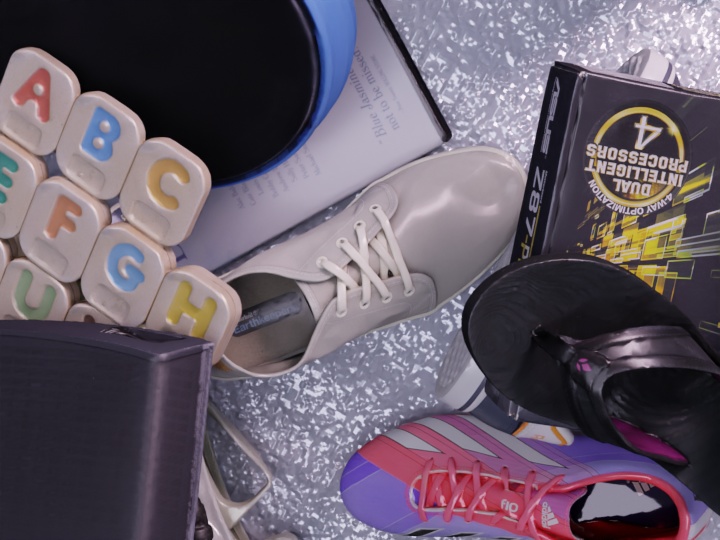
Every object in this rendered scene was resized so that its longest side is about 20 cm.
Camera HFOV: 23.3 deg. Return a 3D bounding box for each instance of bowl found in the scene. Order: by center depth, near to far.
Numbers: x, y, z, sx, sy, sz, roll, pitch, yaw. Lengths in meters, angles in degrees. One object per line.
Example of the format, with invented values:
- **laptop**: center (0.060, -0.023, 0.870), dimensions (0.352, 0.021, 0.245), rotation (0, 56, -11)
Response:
- **bowl**: center (-0.102, -0.118, 0.844), dimensions (0.198, 0.040, 0.202), rotation (7, 137, 7)

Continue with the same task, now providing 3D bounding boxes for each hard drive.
- **hard drive**: center (-0.169, 0.089, 0.849), dimensions (0.198, 0.042, 0.136), rotation (1, 80, 27)

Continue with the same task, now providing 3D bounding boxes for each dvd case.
- **dvd case**: center (-0.069, -0.086, 0.928), dimensions (0.199, 0.018, 0.144), rotation (-28, 94, 18)

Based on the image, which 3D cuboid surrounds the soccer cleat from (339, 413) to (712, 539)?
- **soccer cleat**: center (0.082, 0.115, 0.901), dimensions (0.198, 0.076, 0.067), rotation (1, 102, 13)

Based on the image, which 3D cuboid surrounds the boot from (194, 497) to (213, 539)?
- **boot**: center (-0.132, 0.195, 0.931), dimensions (0.156, 0.080, 0.212), rotation (-15, 132, 16)

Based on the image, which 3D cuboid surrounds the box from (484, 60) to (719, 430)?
- **box**: center (0.169, 0.000, 0.816), dimensions (0.198, 0.049, 0.163), rotation (10, 102, -14)

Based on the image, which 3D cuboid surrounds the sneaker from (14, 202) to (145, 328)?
- **sneaker**: center (-0.186, 0.019, 0.947), dimensions (0.198, 0.067, 0.091), rotation (-15, 100, 23)

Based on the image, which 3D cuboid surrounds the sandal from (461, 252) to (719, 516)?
- **sandal**: center (0.135, 0.056, 0.771), dimensions (0.199, 0.048, 0.076), rotation (30, 96, -19)

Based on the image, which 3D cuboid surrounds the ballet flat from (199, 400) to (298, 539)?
- **ballet flat**: center (-0.069, 0.143, 0.956), dimensions (0.069, 0.069, 0.201), rotation (-25, 93, 17)

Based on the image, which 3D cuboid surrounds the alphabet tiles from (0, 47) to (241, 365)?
- **alphabet tiles**: center (-0.156, -0.001, 0.872), dimensions (0.199, 0.015, 0.197), rotation (34, 119, 11)

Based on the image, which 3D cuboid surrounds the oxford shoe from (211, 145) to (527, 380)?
- **oxford shoe**: center (0.000, 0.000, 0.885), dimensions (0.199, 0.058, 0.076), rotation (-26, 93, -5)

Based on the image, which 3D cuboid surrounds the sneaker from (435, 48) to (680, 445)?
- **sneaker**: center (0.117, -0.007, 0.868), dimensions (0.079, 0.078, 0.201), rotation (28, 100, -8)
